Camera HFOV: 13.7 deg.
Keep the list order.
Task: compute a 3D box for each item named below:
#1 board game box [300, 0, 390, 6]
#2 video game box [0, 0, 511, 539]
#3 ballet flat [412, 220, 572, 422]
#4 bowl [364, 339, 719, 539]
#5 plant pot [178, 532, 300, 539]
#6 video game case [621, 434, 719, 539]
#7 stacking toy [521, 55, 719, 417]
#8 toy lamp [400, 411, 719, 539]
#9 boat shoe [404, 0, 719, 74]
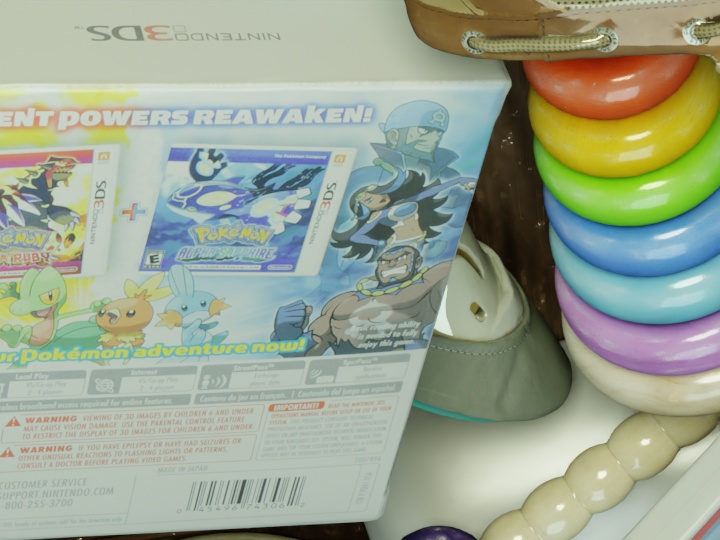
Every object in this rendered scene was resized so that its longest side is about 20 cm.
[{"bbox_3d":[-0.022,-0.131,0.776,0.200,0.047,0.151,-29,140,30],"label":"board game box"},{"bbox_3d":[-0.074,0.002,0.843,0.199,0.047,0.183,-1,137,-18],"label":"video game box"},{"bbox_3d":[0.000,0.000,0.956,0.199,0.068,0.064,16,130,-30],"label":"ballet flat"},{"bbox_3d":[0.104,0.105,1.116,0.199,0.075,0.200,-12,146,6],"label":"bowl"},{"bbox_3d":[-0.046,0.178,1.124,0.199,0.200,0.135,-2,110,-7],"label":"plant pot"},{"bbox_3d":[0.156,0.087,1.014,0.143,0.017,0.200,-46,150,-9],"label":"video game case"},{"bbox_3d":[0.085,-0.043,0.898,0.085,0.086,0.200,-12,141,8],"label":"stacking toy"},{"bbox_3d":[0.105,0.050,1.006,0.200,0.058,0.058,-38,139,6],"label":"toy lamp"},{"bbox_3d":[0.103,-0.083,0.744,0.199,0.076,0.074,4,126,5],"label":"boat shoe"}]
